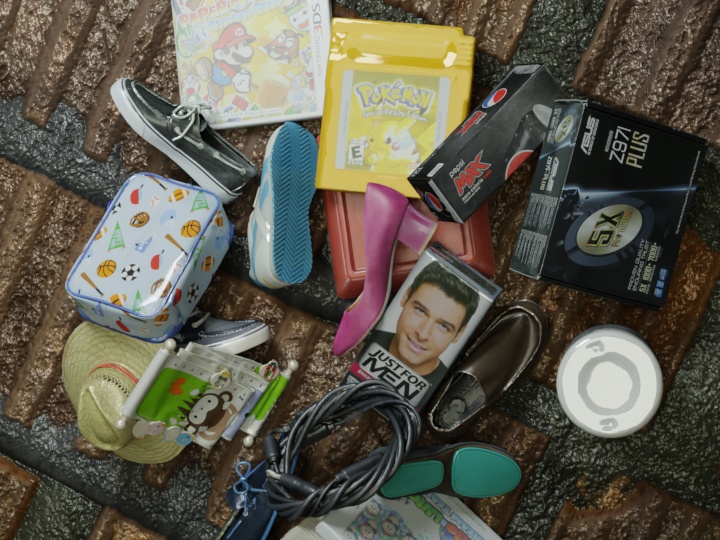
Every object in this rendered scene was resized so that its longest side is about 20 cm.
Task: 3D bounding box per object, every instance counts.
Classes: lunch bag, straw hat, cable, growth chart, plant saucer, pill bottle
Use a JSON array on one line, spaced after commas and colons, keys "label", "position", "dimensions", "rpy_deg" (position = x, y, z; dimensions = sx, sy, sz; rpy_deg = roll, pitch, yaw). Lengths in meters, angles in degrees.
[{"label": "lunch bag", "position": [-0.251, -0.021, 1.645], "dimensions": [0.158, 0.076, 0.201], "rpy_deg": [15, 60, 24]}, {"label": "straw hat", "position": [-0.295, 0.164, 1.653], "dimensions": [0.198, 0.085, 0.204], "rpy_deg": [10, 118, 20]}, {"label": "cable", "position": [-0.024, 0.202, 1.565], "dimensions": [0.198, 0.164, 0.051], "rpy_deg": [-20, 126, 16]}, {"label": "growth chart", "position": [-0.183, 0.151, 1.641], "dimensions": [0.018, 0.198, 0.146], "rpy_deg": [47, 116, 50]}, {"label": "plant saucer", "position": [0.050, -0.078, 1.650], "dimensions": [0.197, 0.037, 0.203], "rpy_deg": [-8, 89, 11]}, {"label": "pill bottle", "position": [0.275, 0.117, 1.528], "dimensions": [0.111, 0.200, 0.115], "rpy_deg": [0, 91, 10]}]

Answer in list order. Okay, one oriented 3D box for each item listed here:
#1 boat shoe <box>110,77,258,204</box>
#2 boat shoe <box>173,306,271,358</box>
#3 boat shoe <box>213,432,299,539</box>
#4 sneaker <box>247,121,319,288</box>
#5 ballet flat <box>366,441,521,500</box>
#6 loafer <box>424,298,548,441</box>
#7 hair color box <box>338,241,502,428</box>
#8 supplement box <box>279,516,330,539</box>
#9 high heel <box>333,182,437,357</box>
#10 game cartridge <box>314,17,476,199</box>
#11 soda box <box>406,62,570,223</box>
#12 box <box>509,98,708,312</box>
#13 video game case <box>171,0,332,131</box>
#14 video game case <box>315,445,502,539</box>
[{"label": "boat shoe", "position": [-0.207, -0.167, 1.652], "dimensions": [0.199, 0.074, 0.068], "rpy_deg": [44, 115, -9]}, {"label": "boat shoe", "position": [-0.211, 0.064, 1.679], "dimensions": [0.197, 0.075, 0.094], "rpy_deg": [-13, 96, 11]}, {"label": "boat shoe", "position": [-0.134, 0.284, 1.665], "dimensions": [0.068, 0.084, 0.202], "rpy_deg": [25, 93, -3]}, {"label": "sneaker", "position": [-0.098, -0.079, 1.654], "dimensions": [0.076, 0.080, 0.203], "rpy_deg": [16, 72, -32]}, {"label": "ballet flat", "position": [0.092, 0.228, 1.619], "dimensions": [0.197, 0.073, 0.074], "rpy_deg": [1, 92, -27]}, {"label": "loafer", "position": [0.149, 0.122, 1.617], "dimensions": [0.073, 0.071, 0.201], "rpy_deg": [37, 97, 8]}, {"label": "hair color box", "position": [0.069, 0.079, 1.616], "dimensions": [0.098, 0.061, 0.201], "rpy_deg": [35, 109, 8]}, {"label": "supplement box", "position": [-0.067, 0.335, 1.579], "dimensions": [0.074, 0.200, 0.126], "rpy_deg": [45, 128, 6]}, {"label": "high heel", "position": [0.000, 0.000, 1.603], "dimensions": [0.095, 0.067, 0.201], "rpy_deg": [32, 107, -6]}, {"label": "game cartridge", "position": [0.041, -0.187, 1.616], "dimensions": [0.174, 0.032, 0.203], "rpy_deg": [6, 92, 10]}, {"label": "soda box", "position": [0.149, -0.145, 1.570], "dimensions": [0.200, 0.063, 0.071], "rpy_deg": [-46, 110, -15]}, {"label": "box", "position": [0.277, -0.073, 1.551], "dimensions": [0.162, 0.086, 0.203], "rpy_deg": [15, 93, -18]}, {"label": "video game case", "position": [-0.128, -0.269, 1.685], "dimensions": [0.197, 0.023, 0.185], "rpy_deg": [-6, 90, 11]}, {"label": "video game case", "position": [0.067, 0.311, 1.588], "dimensions": [0.200, 0.182, 0.024], "rpy_deg": [42, 128, 6]}]
